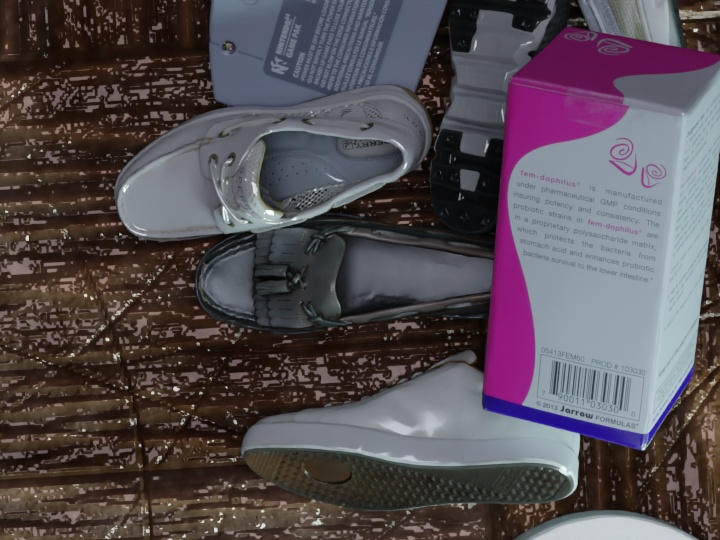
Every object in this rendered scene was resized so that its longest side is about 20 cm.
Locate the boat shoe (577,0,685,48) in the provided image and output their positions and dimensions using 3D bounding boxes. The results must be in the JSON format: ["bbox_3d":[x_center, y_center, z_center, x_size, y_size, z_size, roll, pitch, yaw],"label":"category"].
[{"bbox_3d":[0.162,-0.094,1.376,0.064,0.074,0.204,-9,93,12],"label":"boat shoe"}]

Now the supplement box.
[{"bbox_3d":[0.136,-0.020,1.303,0.100,0.103,0.201,14,118,19],"label":"supplement box"}]

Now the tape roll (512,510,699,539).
[{"bbox_3d":[0.146,0.244,1.390,0.201,0.037,0.205,0,90,-1],"label":"tape roll"}]

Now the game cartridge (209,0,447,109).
[{"bbox_3d":[-0.015,-0.167,1.337,0.132,0.041,0.201,16,130,-6],"label":"game cartridge"}]

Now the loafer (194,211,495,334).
[{"bbox_3d":[0.000,0.000,1.377,0.198,0.063,0.073,-2,90,0],"label":"loafer"}]

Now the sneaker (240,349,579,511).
[{"bbox_3d":[0.031,0.092,1.387,0.198,0.073,0.085,1,56,7],"label":"sneaker"}]

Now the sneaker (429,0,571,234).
[{"bbox_3d":[0.091,-0.121,1.367,0.066,0.090,0.202,14,98,26],"label":"sneaker"}]

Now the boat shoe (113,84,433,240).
[{"bbox_3d":[-0.058,-0.057,1.355,0.199,0.069,0.071,-17,108,17],"label":"boat shoe"}]
